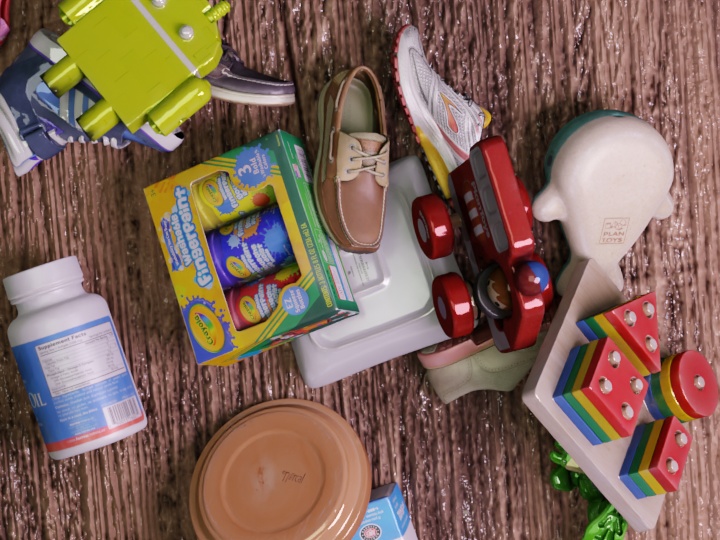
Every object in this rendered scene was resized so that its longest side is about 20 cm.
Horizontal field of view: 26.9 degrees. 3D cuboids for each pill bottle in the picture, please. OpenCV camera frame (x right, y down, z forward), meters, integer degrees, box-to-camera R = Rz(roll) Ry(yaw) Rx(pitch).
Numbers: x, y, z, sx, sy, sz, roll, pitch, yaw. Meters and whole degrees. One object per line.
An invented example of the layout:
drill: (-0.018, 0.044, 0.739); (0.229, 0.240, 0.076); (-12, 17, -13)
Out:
pill bottle: (-0.311, 0.091, 1.612); (0.112, 0.112, 0.201); (-19, 91, 7)

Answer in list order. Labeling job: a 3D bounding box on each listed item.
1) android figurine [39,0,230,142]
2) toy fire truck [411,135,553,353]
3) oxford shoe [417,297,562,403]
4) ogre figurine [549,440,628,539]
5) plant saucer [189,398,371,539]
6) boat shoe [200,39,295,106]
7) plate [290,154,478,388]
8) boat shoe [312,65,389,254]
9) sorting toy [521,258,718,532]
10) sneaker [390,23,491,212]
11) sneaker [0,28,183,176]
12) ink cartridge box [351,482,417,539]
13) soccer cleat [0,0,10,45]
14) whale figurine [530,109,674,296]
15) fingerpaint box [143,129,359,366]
android figurine: (-0.226, -0.228, 1.551); (0.200, 0.041, 0.182); (-38, 81, -3)
toy fire truck: (0.133, -0.020, 1.483); (0.112, 0.168, 0.201); (-14, 84, -11)
oxford shoe: (0.164, 0.083, 1.593); (0.199, 0.071, 0.074); (-17, 107, 13)
ogre figurine: (0.247, 0.218, 1.561); (0.098, 0.120, 0.200); (-29, 89, 11)
plant saucer: (-0.088, 0.226, 1.586); (0.200, 0.032, 0.201); (-8, 60, 14)
boat shoe: (-0.163, -0.218, 1.597); (0.199, 0.072, 0.065); (14, 100, 10)
plate: (0.000, 0.000, 1.595); (0.199, 0.032, 0.200); (-21, 81, 8)
boat shoe: (-0.006, -0.119, 1.549); (0.075, 0.074, 0.201); (2, 70, -23)
sorting toy: (0.270, 0.115, 1.485); (0.070, 0.199, 0.200); (-23, 117, 42)
sneaker: (0.089, -0.166, 1.579); (0.082, 0.078, 0.200); (-25, 101, 3)
sneaker: (-0.305, -0.147, 1.615); (0.200, 0.081, 0.147); (36, 102, 0)
ink cartridge box: (0.001, 0.348, 1.612); (0.146, 0.084, 0.201); (-20, 91, 7)
soccer cleat: (-0.420, -0.244, 1.625); (0.076, 0.067, 0.201); (21, 93, -1)
whale figurine: (0.245, -0.072, 1.562); (0.159, 0.104, 0.201); (-3, 118, -16)
fingerpaint box: (-0.115, -0.021, 1.570); (0.166, 0.073, 0.201); (-21, 79, 17)
